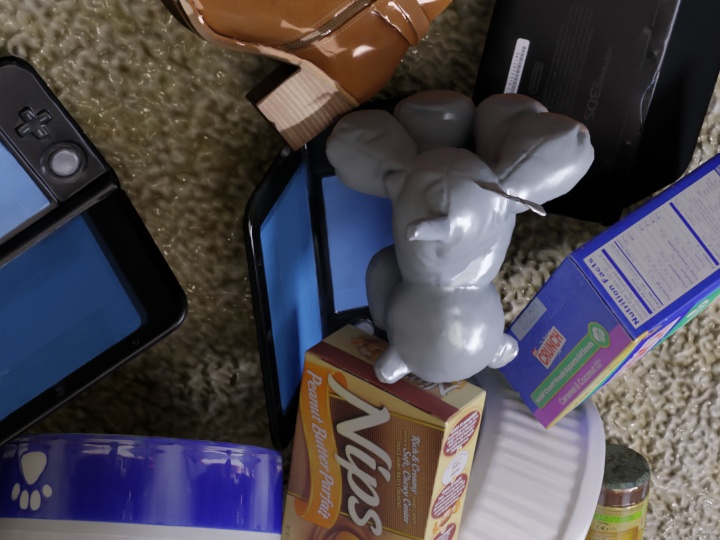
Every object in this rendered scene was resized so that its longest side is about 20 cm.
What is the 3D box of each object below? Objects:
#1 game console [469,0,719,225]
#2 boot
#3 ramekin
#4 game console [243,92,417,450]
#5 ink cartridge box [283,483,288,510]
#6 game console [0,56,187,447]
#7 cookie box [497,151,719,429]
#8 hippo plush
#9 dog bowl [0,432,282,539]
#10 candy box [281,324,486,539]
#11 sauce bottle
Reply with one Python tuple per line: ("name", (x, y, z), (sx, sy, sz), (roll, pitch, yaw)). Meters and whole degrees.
("game console", (0.172, -0.147, 1.209), (0.175, 0.117, 0.201), (12, 120, 0))
("boot", (-0.041, -0.192, 1.103), (0.155, 0.077, 0.200), (-43, 112, -2))
("ramekin", (0.088, 0.164, 1.291), (0.094, 0.203, 0.203), (26, 109, -17))
("game console", (0.000, 0.000, 1.203), (0.175, 0.116, 0.201), (-13, 123, -12))
("ink cartridge box", (-0.044, 0.270, 1.292), (0.146, 0.201, 0.083), (-20, 150, -7))
("game console", (-0.243, -0.002, 1.104), (0.200, 0.116, 0.176), (-34, 125, 1))
("cookie box", (0.204, 0.005, 1.203), (0.200, 0.075, 0.171), (-33, 168, -25))
("hippo plush", (0.073, -0.013, 1.117), (0.159, 0.200, 0.161), (-12, 120, -15))
("dog bowl", (-0.152, 0.159, 1.191), (0.199, 0.200, 0.079), (7, 79, -23))
("candy box", (0.010, 0.151, 1.187), (0.055, 0.115, 0.201), (-30, 137, -49))
("sauce bottle", (0.203, 0.242, 1.452), (0.064, 0.065, 0.201), (-9, 121, -15))
